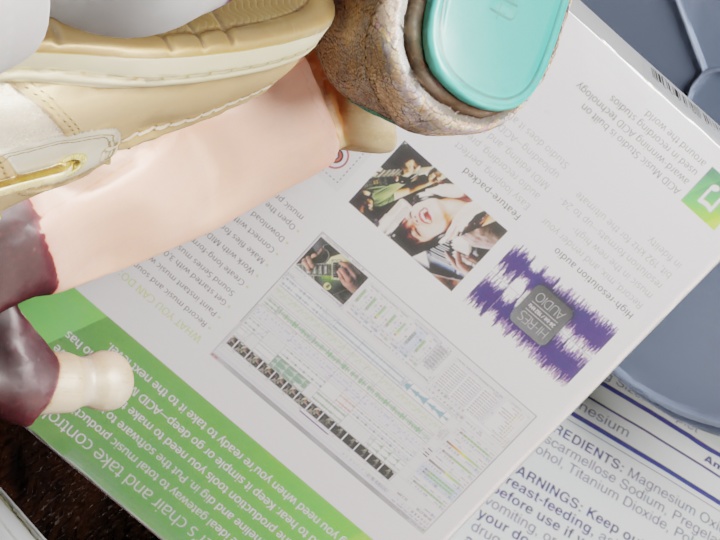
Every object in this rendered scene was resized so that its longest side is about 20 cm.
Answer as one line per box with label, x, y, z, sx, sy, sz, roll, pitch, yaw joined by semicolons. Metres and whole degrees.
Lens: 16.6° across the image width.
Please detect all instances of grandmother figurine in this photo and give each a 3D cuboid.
grandmother figurine;-0.089;-0.014;0.625;0.200;0.121;0.061;-26;-161;-20

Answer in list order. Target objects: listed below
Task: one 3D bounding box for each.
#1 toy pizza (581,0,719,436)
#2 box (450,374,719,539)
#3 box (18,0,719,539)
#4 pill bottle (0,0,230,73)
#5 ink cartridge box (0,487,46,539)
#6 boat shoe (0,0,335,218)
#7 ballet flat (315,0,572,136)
toy pizza;0.117;-0.048;0.738;0.032;0.200;0.200;-10;144;-41
box;0.102;0.126;0.819;0.105;0.184;0.200;-61;177;40
box;0.000;0.000;0.714;0.200;0.144;0.036;-47;-171;12
pill bottle;-0.029;-0.113;0.475;0.200;0.110;0.110;-33;158;-24
ink cartridge box;-0.158;0.157;0.821;0.144;0.085;0.200;-37;160;-17
boat shoe;-0.096;-0.044;0.549;0.200;0.074;0.069;-11;142;-39
ballet flat;0.039;-0.126;0.619;0.067;0.068;0.200;1;-119;58
